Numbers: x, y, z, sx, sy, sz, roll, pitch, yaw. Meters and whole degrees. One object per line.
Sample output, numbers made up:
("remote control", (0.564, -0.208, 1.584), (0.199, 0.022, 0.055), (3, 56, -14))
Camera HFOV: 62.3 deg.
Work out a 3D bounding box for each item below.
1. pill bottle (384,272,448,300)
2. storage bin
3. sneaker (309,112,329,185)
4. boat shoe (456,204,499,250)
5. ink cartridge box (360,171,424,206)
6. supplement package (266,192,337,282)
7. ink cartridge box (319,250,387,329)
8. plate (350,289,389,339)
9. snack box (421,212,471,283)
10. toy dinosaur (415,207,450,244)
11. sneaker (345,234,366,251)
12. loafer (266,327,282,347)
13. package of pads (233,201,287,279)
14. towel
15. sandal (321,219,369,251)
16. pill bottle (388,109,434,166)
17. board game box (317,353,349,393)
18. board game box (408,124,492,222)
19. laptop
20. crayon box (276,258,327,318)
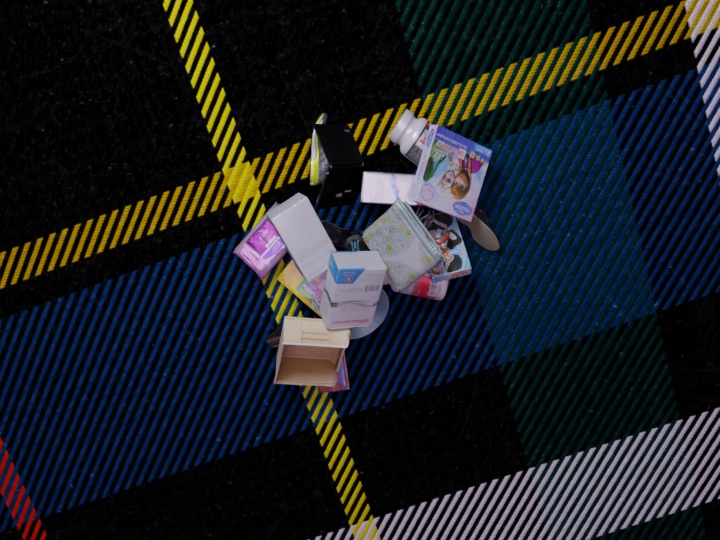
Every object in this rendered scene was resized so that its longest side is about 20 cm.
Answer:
("pill bottle", (0.153, 0.014, 1.730), (0.194, 0.112, 0.115), (11, 102, -2))
("storage bin", (-0.140, 0.236, 1.705), (0.193, 0.095, 0.202), (5, 137, -12))
("sneaker", (-0.102, -0.341, 1.686), (0.079, 0.074, 0.206), (3, 109, -7))
("boat shoe", (0.341, -0.139, 1.719), (0.201, 0.073, 0.064), (44, 55, -21))
("ink cartridge box", (0.100, -0.228, 1.663), (0.194, 0.148, 0.088), (5, 99, -2))
("supplement package", (-0.157, -0.093, 1.635), (0.115, 0.117, 0.203), (-31, 109, -7))
("ink cartridge box", (-0.023, 0.053, 1.635), (0.141, 0.084, 0.204), (-2, 127, -23))
("plate", (-0.009, 0.117, 1.763), (0.195, 0.026, 0.204), (-13, 127, -17))
("snack box", (0.234, -0.070, 1.689), (0.113, 0.037, 0.204), (-14, 59, 3))
("toy dinosaur", (0.166, -0.106, 1.681), (0.182, 0.103, 0.203), (47, 135, 31))
("sneaker", (0.000, 0.000, 1.720), (0.071, 0.083, 0.203), (-17, 126, 5))
("loafer", (-0.190, 0.206, 1.779), (0.195, 0.073, 0.073), (-12, 109, 18))
("package of pads", (-0.264, -0.086, 1.728), (0.120, 0.076, 0.200), (42, 99, -11))
("towel", (0.112, -0.068, 1.617), (0.170, 0.048, 0.202), (-38, 86, 38))
("sandal", (-0.043, -0.089, 1.741), (0.195, 0.048, 0.077), (16, 101, -4))
("pill bottle", (0.181, -0.347, 1.654), (0.198, 0.116, 0.117), (36, 100, -7))
("board game box", (-0.095, 0.273, 1.831), (0.100, 0.019, 0.206), (-7, 102, 3))
("board game box", (0.241, -0.255, 1.583), (0.196, 0.041, 0.205), (14, 94, -30))
("laptop", (-0.078, -0.287, 1.649), (0.102, 0.176, 0.204), (34, 117, 23))
("crayon box", (-0.136, 0.038, 1.762), (0.199, 0.058, 0.119), (41, 99, -8))
